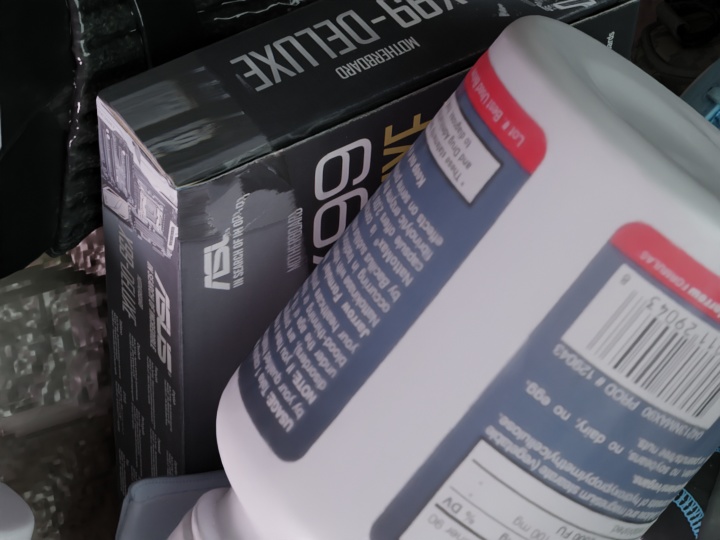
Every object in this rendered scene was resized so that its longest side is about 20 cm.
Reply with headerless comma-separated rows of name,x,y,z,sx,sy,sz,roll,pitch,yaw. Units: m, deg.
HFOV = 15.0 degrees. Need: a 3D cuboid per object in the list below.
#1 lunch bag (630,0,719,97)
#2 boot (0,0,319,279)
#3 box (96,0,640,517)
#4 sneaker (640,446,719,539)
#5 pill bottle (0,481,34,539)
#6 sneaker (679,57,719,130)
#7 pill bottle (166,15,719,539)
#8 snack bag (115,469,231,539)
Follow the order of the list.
lunch bag,0.182,-0.004,0.954,0.167,0.139,0.201,-9,107,-11
boot,-0.093,-0.097,0.789,0.158,0.079,0.212,-29,132,-17
box,0.000,0.000,0.848,0.157,0.050,0.200,-24,143,-23
sneaker,0.081,0.107,0.894,0.200,0.082,0.073,108,8,-51
pill bottle,-0.171,0.150,0.799,0.116,0.116,0.201,14,99,-33
sneaker,0.141,-0.071,0.834,0.200,0.074,0.082,-47,146,-6
pill bottle,0.030,0.040,0.768,0.119,0.120,0.200,29,108,-34
snack bag,-0.014,0.125,0.904,0.188,0.021,0.200,-9,132,-27
